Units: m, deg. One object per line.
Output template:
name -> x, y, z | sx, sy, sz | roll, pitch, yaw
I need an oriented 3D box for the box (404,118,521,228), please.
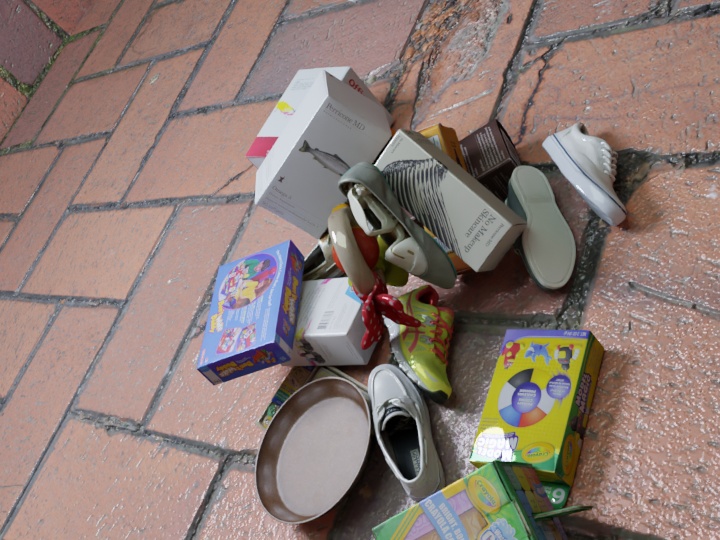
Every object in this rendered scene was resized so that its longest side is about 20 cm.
box -> 0.141, -0.121, 1.296 | 0.199, 0.075, 0.101 | -29, 42, 19

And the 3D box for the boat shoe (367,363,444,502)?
boat shoe -> 0.047, 0.191, 1.099 | 0.071, 0.066, 0.201 | -24, 49, 11

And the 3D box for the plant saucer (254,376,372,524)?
plant saucer -> -0.056, 0.238, 1.157 | 0.199, 0.034, 0.202 | -27, 45, 30

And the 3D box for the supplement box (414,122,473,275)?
supplement box -> 0.118, -0.095, 1.211 | 0.068, 0.066, 0.202 | -15, 84, 25

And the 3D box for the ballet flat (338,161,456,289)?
ballet flat -> 0.041, -0.046, 1.122 | 0.064, 0.201, 0.067 | -35, -3, -34

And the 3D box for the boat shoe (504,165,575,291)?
boat shoe -> 0.233, -0.048, 1.171 | 0.062, 0.072, 0.202 | 109, 159, -50

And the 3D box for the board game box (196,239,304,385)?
board game box -> -0.157, 0.059, 1.287 | 0.133, 0.045, 0.201 | -19, 41, 23

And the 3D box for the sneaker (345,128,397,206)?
sneaker -> -0.004, -0.144, 1.386 | 0.092, 0.075, 0.201 | 50, 123, 38

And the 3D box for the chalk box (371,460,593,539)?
chalk box -> 0.137, 0.272, 0.891 | 0.199, 0.124, 0.125 | -34, 63, 17

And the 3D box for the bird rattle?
bird rattle -> 0.000, 0.000, 1.153 | 0.112, 0.164, 0.201 | -25, 23, 20

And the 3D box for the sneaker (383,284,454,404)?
sneaker -> 0.088, 0.087, 1.161 | 0.090, 0.078, 0.201 | -34, 39, 12

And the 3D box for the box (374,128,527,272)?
box -> 0.111, -0.092, 1.139 | 0.200, 0.068, 0.083 | 42, 110, 19

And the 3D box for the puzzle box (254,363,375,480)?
puzzle box -> -0.055, 0.202, 1.238 | 0.199, 0.025, 0.134 | 21, 72, 50

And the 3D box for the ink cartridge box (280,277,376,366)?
ink cartridge box -> -0.065, 0.076, 1.295 | 0.198, 0.068, 0.116 | -5, 42, 35

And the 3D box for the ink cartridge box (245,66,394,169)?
ink cartridge box -> -0.068, -0.231, 1.527 | 0.144, 0.145, 0.201 | 10, 65, 47

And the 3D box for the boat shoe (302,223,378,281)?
boat shoe -> -0.033, -0.033, 1.337 | 0.201, 0.068, 0.075 | -54, 25, 21

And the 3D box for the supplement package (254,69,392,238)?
supplement package -> -0.059, -0.173, 1.314 | 0.201, 0.116, 0.118 | -54, 21, 22

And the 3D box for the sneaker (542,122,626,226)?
sneaker -> 0.304, -0.137, 1.154 | 0.071, 0.073, 0.201 | -39, 38, 15

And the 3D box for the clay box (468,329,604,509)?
clay box -> 0.199, 0.165, 1.011 | 0.114, 0.048, 0.202 | -3, 55, 41
